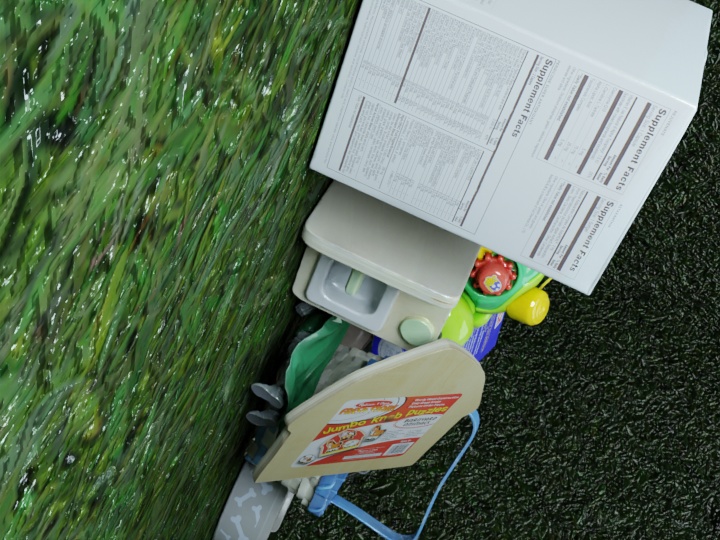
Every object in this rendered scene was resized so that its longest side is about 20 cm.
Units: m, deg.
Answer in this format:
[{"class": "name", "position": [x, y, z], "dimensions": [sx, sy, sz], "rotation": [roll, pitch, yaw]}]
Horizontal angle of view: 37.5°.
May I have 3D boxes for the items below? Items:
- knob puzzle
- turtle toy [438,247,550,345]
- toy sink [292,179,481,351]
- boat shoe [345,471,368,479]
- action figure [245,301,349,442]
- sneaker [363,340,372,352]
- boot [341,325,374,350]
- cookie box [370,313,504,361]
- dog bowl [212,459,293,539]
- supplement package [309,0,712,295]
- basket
[{"class": "knob puzzle", "position": [0.020, 0.111, 0.900], "dimensions": [0.220, 0.219, 0.031], "rotation": [110, -36, -51]}, {"class": "turtle toy", "position": [0.113, -0.007, 1.031], "dimensions": [0.101, 0.145, 0.200], "rotation": [31, 84, -54]}, {"class": "toy sink", "position": [0.027, -0.017, 0.879], "dimensions": [0.200, 0.130, 0.112], "rotation": [-62, 176, -52]}, {"class": "boat shoe", "position": [0.006, 0.191, 1.183], "dimensions": [0.199, 0.074, 0.066], "rotation": [-41, -163, 35]}, {"class": "action figure", "position": [-0.041, 0.060, 0.978], "dimensions": [0.200, 0.055, 0.118], "rotation": [-57, 169, -44]}, {"class": "sneaker", "position": [-0.007, 0.085, 1.257], "dimensions": [0.078, 0.099, 0.200], "rotation": [105, 10, -67]}, {"class": "boot", "position": [0.000, 0.000, 1.127], "dimensions": [0.146, 0.070, 0.201], "rotation": [89, 21, -74]}, {"class": "cookie box", "position": [0.096, 0.065, 1.238], "dimensions": [0.200, 0.075, 0.172], "rotation": [-37, 149, -41]}, {"class": "dog bowl", "position": [-0.107, 0.248, 1.210], "dimensions": [0.200, 0.059, 0.201], "rotation": [25, 90, -87]}, {"class": "supplement package", "position": [0.099, -0.118, 0.690], "dimensions": [0.152, 0.199, 0.151], "rotation": [-60, 173, -51]}, {"class": "basket", "position": [0.001, 0.165, 1.064], "dimensions": [0.177, 0.200, 0.139], "rotation": [-64, 169, 23]}]
